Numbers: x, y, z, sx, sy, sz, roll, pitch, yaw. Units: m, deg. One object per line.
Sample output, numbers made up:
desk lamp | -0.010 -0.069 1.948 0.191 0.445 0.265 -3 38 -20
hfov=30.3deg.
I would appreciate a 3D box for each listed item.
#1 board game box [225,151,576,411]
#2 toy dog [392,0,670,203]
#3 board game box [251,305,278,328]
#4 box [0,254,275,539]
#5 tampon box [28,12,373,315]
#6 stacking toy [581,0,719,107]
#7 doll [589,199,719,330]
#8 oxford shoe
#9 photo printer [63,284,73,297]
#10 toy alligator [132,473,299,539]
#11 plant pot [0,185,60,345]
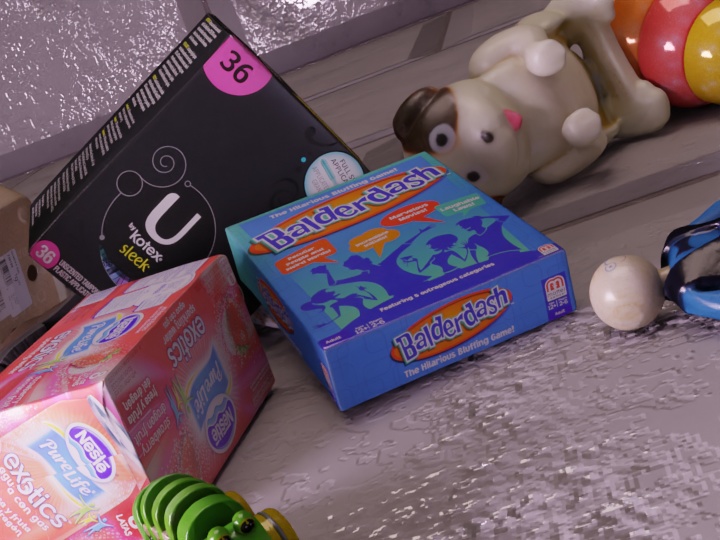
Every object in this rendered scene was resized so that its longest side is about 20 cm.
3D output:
board game box | 0.017 -0.003 0.820 0.152 0.045 0.200 -23 27 -13
toy dog | 0.115 -0.127 1.063 0.194 0.140 0.200 -7 22 47
board game box | 0.000 0.000 0.964 0.134 0.034 0.200 -28 15 -23
box | -0.131 0.074 0.752 0.102 0.095 0.200 -18 15 16
tampon box | -0.116 -0.055 0.948 0.200 0.150 0.126 -46 22 4
stacking toy | 0.292 -0.180 1.081 0.146 0.147 0.200 -27 33 -22
doll | 0.212 -0.018 0.678 0.200 0.049 0.137 -25 22 15
oxford shoe | -0.222 0.043 1.063 0.200 0.073 0.084 -31 15 -34
photo printer | -0.185 -0.024 1.262 0.200 0.070 0.166 -29 15 -27
toy alligator | -0.056 0.118 0.557 0.059 0.054 0.200 -29 15 -25
plant pot | -0.383 0.021 1.175 0.177 0.200 0.200 -1 22 28
